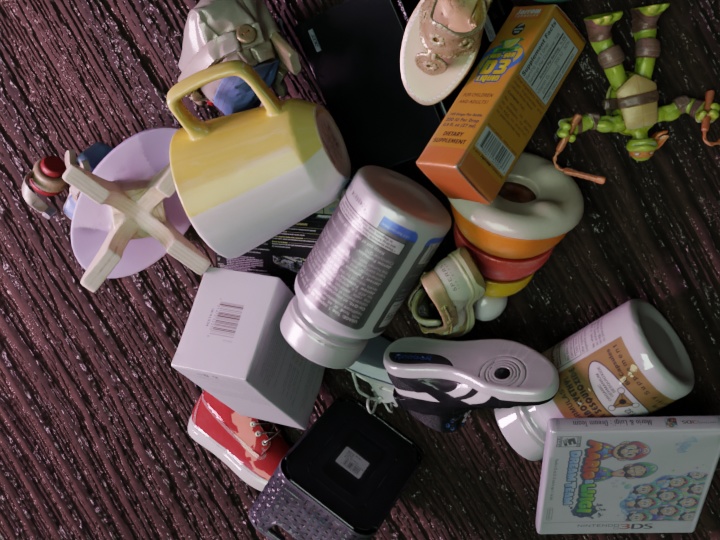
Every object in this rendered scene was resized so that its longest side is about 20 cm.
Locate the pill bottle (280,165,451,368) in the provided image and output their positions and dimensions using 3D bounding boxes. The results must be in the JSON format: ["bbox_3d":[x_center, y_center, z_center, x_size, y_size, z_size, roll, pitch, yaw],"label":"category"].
[{"bbox_3d":[0.000,0.000,1.018,0.114,0.114,0.200,35,114,8],"label":"pill bottle"}]

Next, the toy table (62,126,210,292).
[{"bbox_3d":[-0.252,-0.069,1.094,0.184,0.117,0.200,25,97,-19],"label":"toy table"}]

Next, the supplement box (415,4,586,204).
[{"bbox_3d":[0.140,-0.165,0.947,0.069,0.200,0.066,42,164,-34],"label":"supplement box"}]

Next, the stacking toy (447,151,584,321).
[{"bbox_3d":[0.150,-0.018,1.049,0.146,0.146,0.200,22,131,15],"label":"stacking toy"}]

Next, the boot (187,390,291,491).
[{"bbox_3d":[-0.129,0.202,1.275,0.200,0.072,0.144,31,117,14],"label":"boot"}]

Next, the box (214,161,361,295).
[{"bbox_3d":[-0.071,-0.057,1.139,0.200,0.086,0.164,5,111,22],"label":"box"}]

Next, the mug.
[{"bbox_3d":[-0.102,-0.112,0.994,0.153,0.187,0.150,-20,69,17],"label":"mug"}]

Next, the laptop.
[{"bbox_3d":[0.065,-0.220,1.014,0.178,0.200,0.103,66,160,-10],"label":"laptop"}]

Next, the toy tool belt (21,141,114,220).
[{"bbox_3d":[-0.314,-0.105,1.200,0.200,0.125,0.123,35,133,-1],"label":"toy tool belt"}]

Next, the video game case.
[{"bbox_3d":[0.290,0.227,1.051,0.182,0.024,0.200,-1,134,4],"label":"video game case"}]

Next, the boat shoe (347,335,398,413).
[{"bbox_3d":[0.040,0.141,1.180,0.202,0.075,0.086,19,119,6],"label":"boat shoe"}]

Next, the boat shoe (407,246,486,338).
[{"bbox_3d":[0.086,0.034,1.057,0.066,0.200,0.074,-25,70,-10],"label":"boat shoe"}]

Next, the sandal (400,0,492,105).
[{"bbox_3d":[0.086,-0.243,0.892,0.078,0.070,0.212,38,121,8],"label":"sandal"}]

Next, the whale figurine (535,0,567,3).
[{"bbox_3d":[0.196,-0.350,0.901,0.159,0.104,0.200,33,121,10],"label":"whale figurine"}]

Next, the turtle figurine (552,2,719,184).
[{"bbox_3d":[0.281,-0.178,0.954,0.200,0.064,0.162,-9,103,3],"label":"turtle figurine"}]

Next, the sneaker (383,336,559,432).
[{"bbox_3d":[0.129,0.135,1.066,0.200,0.073,0.112,8,135,29],"label":"sneaker"}]

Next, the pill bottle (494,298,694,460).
[{"bbox_3d":[0.250,0.127,1.052,0.200,0.114,0.114,-37,92,30],"label":"pill bottle"}]

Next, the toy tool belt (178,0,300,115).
[{"bbox_3d":[-0.130,-0.214,1.051,0.123,0.125,0.200,39,155,1],"label":"toy tool belt"}]

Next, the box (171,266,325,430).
[{"bbox_3d":[-0.121,0.096,1.138,0.097,0.200,0.125,8,68,21],"label":"box"}]

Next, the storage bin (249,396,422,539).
[{"bbox_3d":[-0.026,0.260,1.173,0.135,0.200,0.094,36,119,7],"label":"storage bin"}]
